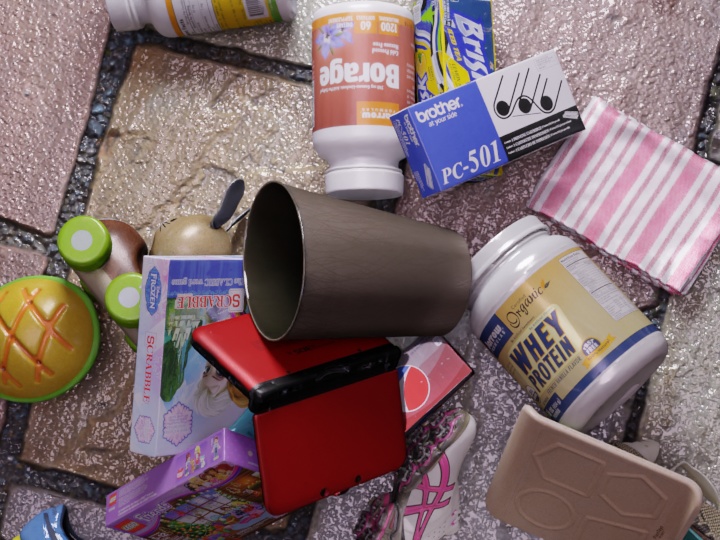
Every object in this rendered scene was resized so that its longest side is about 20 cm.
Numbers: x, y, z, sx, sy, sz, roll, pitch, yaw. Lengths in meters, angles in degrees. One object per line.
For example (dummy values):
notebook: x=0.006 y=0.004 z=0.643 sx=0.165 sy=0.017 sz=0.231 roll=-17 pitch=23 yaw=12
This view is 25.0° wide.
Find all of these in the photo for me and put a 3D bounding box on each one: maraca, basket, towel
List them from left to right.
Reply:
maraca: x=-0.375 y=0.079 z=1.769 sx=0.199 sy=0.107 sz=0.138 roll=-13 pitch=78 yaw=14
basket: x=0.000 y=0.000 z=1.647 sx=0.199 sy=0.136 sz=0.181 roll=7 pitch=42 yaw=-27
towel: x=0.298 y=-0.081 z=1.749 sx=0.200 sy=0.030 sz=0.147 roll=32 pitch=88 yaw=8

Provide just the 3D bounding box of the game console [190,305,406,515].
game console: x=-0.061 y=0.129 z=1.645 sx=0.172 sy=0.200 sz=0.119 roll=38 pitch=125 yaw=32

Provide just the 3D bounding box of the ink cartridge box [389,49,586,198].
ink cartridge box: x=0.135 y=-0.154 z=1.701 sx=0.200 sy=0.044 sz=0.094 roll=-25 pitch=93 yaw=-28

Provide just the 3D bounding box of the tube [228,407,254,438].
tube: x=-0.063 y=0.121 z=1.723 sx=0.077 sy=0.050 sz=0.200 roll=41 pitch=66 yaw=-13

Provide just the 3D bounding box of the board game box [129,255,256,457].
board game box: x=-0.148 y=0.085 z=1.687 sx=0.041 sy=0.200 sz=0.200 roll=8 pitch=96 yaw=39

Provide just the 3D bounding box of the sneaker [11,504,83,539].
sneaker: x=-0.293 y=0.345 z=1.754 sx=0.078 sy=0.066 sz=0.200 roll=-37 pitch=82 yaw=-2

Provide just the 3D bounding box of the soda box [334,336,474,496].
soda box: x=0.028 y=0.151 z=1.738 sx=0.200 sy=0.063 sz=0.070 roll=-42 pitch=81 yaw=2

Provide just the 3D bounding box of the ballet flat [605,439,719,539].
ballet flat: x=0.316 y=0.226 z=1.707 sx=0.200 sy=0.068 sz=0.075 roll=35 pitch=67 yaw=3

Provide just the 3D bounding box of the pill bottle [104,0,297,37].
pill bottle: x=-0.176 y=-0.316 z=1.781 sx=0.199 sy=0.111 sz=0.111 roll=-7 pitch=84 yaw=6

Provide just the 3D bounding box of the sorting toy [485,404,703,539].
sorting toy: x=0.237 y=0.231 z=1.668 sx=0.200 sy=0.185 sz=0.037 roll=26 pitch=49 yaw=10

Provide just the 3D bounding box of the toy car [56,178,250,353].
toy car: x=-0.202 y=-0.025 z=1.738 sx=0.200 sy=0.164 sz=0.158 roll=-39 pitch=78 yaw=-10

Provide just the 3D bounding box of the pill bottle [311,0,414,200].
pill bottle: x=0.003 y=-0.180 z=1.748 sx=0.112 sy=0.112 sz=0.201 roll=-1 pitch=84 yaw=6

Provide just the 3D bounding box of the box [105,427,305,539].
box: x=-0.150 y=0.232 z=1.671 sx=0.200 sy=0.137 sz=0.039 roll=-32 pitch=47 yaw=37

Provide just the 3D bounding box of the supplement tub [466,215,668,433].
supplement tub: x=0.203 y=0.055 z=1.682 sx=0.144 sy=0.144 sz=0.200 roll=-43 pitch=73 yaw=1

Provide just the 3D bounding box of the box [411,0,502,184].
box: x=0.103 y=-0.196 z=1.751 sx=0.070 sy=0.064 sz=0.201 roll=0 pitch=84 yaw=-28

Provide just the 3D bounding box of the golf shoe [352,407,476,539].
golf shoe: x=0.073 y=0.235 z=1.716 sx=0.092 sy=0.073 sz=0.200 roll=27 pitch=107 yaw=-17
